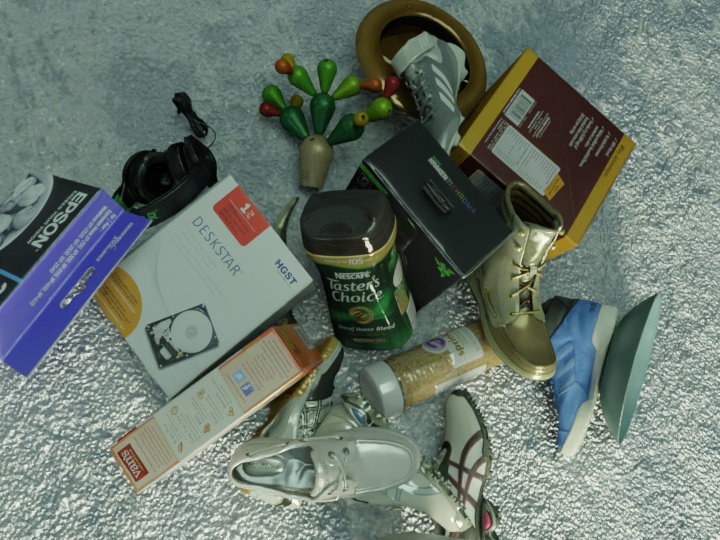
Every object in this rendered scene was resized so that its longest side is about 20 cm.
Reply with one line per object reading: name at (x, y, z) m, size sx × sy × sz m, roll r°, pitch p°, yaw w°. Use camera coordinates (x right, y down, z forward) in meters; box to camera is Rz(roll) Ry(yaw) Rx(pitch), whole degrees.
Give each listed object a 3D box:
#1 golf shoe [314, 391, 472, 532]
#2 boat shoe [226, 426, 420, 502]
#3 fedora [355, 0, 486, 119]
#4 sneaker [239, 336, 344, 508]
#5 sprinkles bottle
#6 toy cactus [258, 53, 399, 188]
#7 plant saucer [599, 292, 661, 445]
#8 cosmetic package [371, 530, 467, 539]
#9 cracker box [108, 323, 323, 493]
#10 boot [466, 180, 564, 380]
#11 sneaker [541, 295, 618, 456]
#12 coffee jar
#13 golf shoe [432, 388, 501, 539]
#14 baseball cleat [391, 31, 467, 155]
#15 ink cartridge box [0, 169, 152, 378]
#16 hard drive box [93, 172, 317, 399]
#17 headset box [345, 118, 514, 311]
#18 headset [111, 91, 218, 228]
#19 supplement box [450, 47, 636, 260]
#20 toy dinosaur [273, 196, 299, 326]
golf shoe at (0.030, 0.231, 0.731) m, size 0.200 × 0.078 × 0.097 m, roll 43°, pitch 83°, yaw 3°
boat shoe at (-0.036, 0.202, 0.664) m, size 0.197 × 0.069 × 0.072 m, roll -5°, pitch 86°, yaw 1°
fedora at (0.080, -0.285, 0.940) m, size 0.198 × 0.082 × 0.203 m, roll 5°, pitch 72°, yaw -14°
sneaker at (-0.064, 0.177, 0.770) m, size 0.087 × 0.075 × 0.201 m, roll 36°, pitch 70°, yaw -19°
sprinkles bottle at (0.098, 0.118, 0.827) m, size 0.198 × 0.068 × 0.069 m, roll -20°, pitch 79°, yaw -21°
toy cactus at (-0.052, -0.191, 0.854) m, size 0.197 × 0.102 × 0.167 m, roll 11°, pitch 97°, yaw 16°
plant saucer at (0.346, 0.122, 0.857) m, size 0.038 × 0.202 × 0.202 m, roll 16°, pitch 64°, yaw 29°
cosmetic package at (0.058, 0.336, 0.676) m, size 0.080 × 0.200 × 0.114 m, roll -6°, pitch 75°, yaw -17°
cracker box at (-0.140, 0.134, 0.681) m, size 0.199 × 0.134 × 0.058 m, roll -37°, pitch 85°, yaw 2°
boot at (0.196, 0.011, 0.780) m, size 0.071 × 0.156 × 0.202 m, roll -3°, pitch 50°, yaw -19°
sneaker at (0.261, 0.133, 0.871) m, size 0.110 × 0.077 × 0.203 m, roll 15°, pitch 96°, yaw 24°
coffee jar at (0.000, 0.000, 0.758) m, size 0.103 × 0.201 × 0.086 m, roll 0°, pitch 44°, yaw 18°
golf shoe at (0.114, 0.244, 0.791) m, size 0.087 × 0.077 × 0.203 m, roll -2°, pitch 73°, yaw -9°
baseball cleat at (0.080, -0.219, 0.830) m, size 0.105 × 0.070 × 0.202 m, roll 24°, pitch 52°, yaw -18°
ink cartridge box at (-0.346, -0.008, 0.691) m, size 0.198 × 0.044 × 0.199 m, roll 15°, pitch 63°, yaw 33°
hard drive box at (-0.173, 0.019, 0.743) m, size 0.200 × 0.077 × 0.156 m, roll -40°, pitch 85°, yaw -5°
headset box at (0.067, -0.057, 0.802) m, size 0.093 × 0.200 × 0.175 m, roll -38°, pitch 87°, yaw -23°
headset at (-0.230, -0.129, 0.782) m, size 0.095 × 0.122 × 0.201 m, roll 63°, pitch 30°, yaw -33°
supplement box at (0.227, -0.146, 0.907) m, size 0.199 × 0.133 × 0.198 m, roll 39°, pitch 67°, yaw -5°
toy dinosaur at (-0.118, -0.001, 0.817) m, size 0.087 × 0.047 × 0.203 m, roll 5°, pitch 70°, yaw -21°
